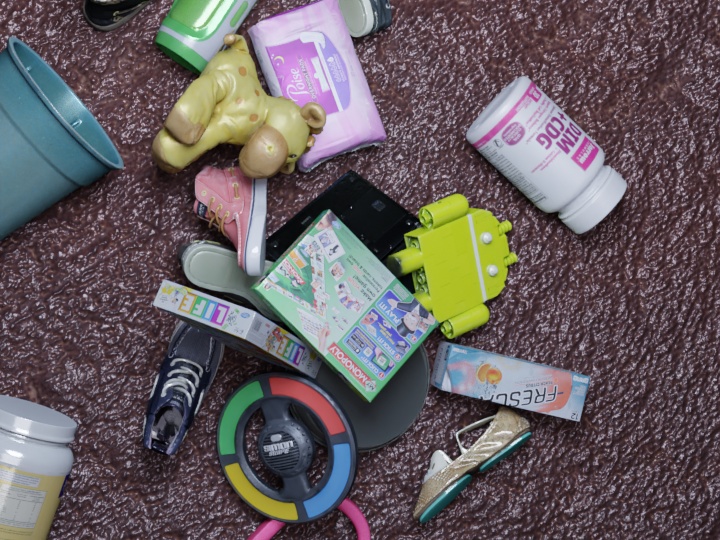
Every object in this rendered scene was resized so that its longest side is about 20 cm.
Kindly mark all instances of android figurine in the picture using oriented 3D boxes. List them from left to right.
[{"bbox_3d":[0.126,-0.008,1.506,0.200,0.041,0.182,-20,108,-32],"label":"android figurine"}]

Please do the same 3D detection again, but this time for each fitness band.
[{"bbox_3d":[-0.076,0.382,1.524,0.200,0.037,0.144,-45,97,-6],"label":"fitness band"}]

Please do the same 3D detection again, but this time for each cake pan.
[{"bbox_3d":[0.001,0.144,1.518,0.200,0.037,0.201,-1,93,-15],"label":"cake pan"}]

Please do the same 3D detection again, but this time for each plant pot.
[{"bbox_3d":[-0.426,-0.140,1.389,0.196,0.200,0.200,-39,96,2],"label":"plant pot"}]

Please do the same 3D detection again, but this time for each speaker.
[{"bbox_3d":[-0.176,-0.351,1.466,0.088,0.088,0.200,33,87,-8],"label":"speaker"}]

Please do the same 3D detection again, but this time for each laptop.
[{"bbox_3d":[0.000,0.000,1.501,0.200,0.103,0.177,38,61,19],"label":"laptop"}]

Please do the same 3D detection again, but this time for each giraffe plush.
[{"bbox_3d":[-0.138,-0.177,1.409,0.162,0.173,0.200,35,80,-8],"label":"giraffe plush"}]

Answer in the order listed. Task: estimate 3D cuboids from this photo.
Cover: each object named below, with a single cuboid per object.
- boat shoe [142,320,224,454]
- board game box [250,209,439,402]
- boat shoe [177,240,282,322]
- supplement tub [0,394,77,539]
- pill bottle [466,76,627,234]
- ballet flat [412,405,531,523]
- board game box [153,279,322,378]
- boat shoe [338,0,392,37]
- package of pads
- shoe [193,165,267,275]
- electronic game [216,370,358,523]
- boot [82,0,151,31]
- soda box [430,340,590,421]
[{"bbox_3d":[-0.222,0.143,1.467,0.075,0.093,0.200,18,89,-9],"label":"boat shoe"},{"bbox_3d":[-0.017,0.043,1.404,0.200,0.029,0.135,46,76,-12],"label":"board game box"},{"bbox_3d":[-0.141,0.010,1.487,0.201,0.061,0.072,24,94,-28],"label":"boat shoe"},{"bbox_3d":[-0.438,0.265,1.413,0.145,0.145,0.200,20,89,-8],"label":"supplement tub"},{"bbox_3d":[0.247,-0.149,1.519,0.200,0.113,0.113,42,86,-8],"label":"pill bottle"},{"bbox_3d":[0.137,0.254,1.547,0.200,0.071,0.065,-37,69,-8],"label":"ballet flat"},{"bbox_3d":[-0.143,0.074,1.403,0.134,0.200,0.034,18,79,27],"label":"board game box"},{"bbox_3d":[0.000,-0.404,1.502,0.066,0.074,0.200,-13,84,-36],"label":"boat shoe"},{"bbox_3d":[-0.056,-0.238,1.491,0.120,0.076,0.200,-21,94,-9],"label":"package of pads"},{"bbox_3d":[-0.162,-0.065,1.435,0.091,0.200,0.072,1,129,-4],"label":"shoe"},{"bbox_3d":[-0.095,0.226,1.475,0.200,0.042,0.200,4,101,23],"label":"electronic game"},{"bbox_3d":[-0.264,-0.380,1.418,0.200,0.151,0.073,-40,96,-5],"label":"boot"},{"bbox_3d":[0.199,0.147,1.541,0.200,0.068,0.064,13,89,-10],"label":"soda box"}]
